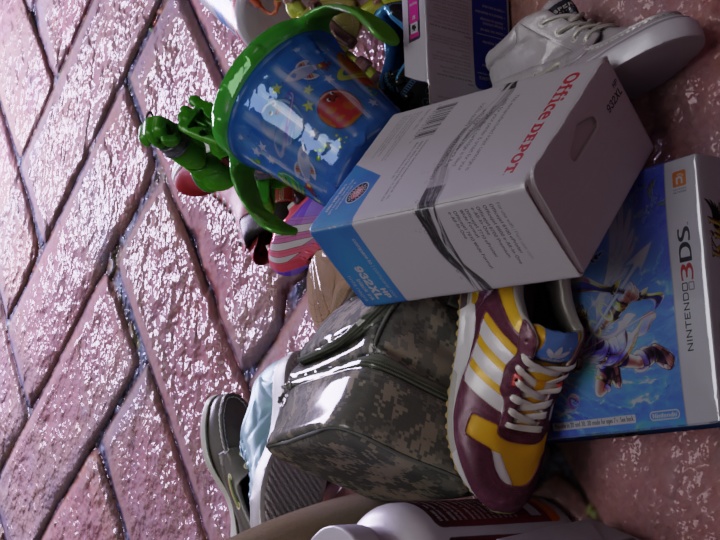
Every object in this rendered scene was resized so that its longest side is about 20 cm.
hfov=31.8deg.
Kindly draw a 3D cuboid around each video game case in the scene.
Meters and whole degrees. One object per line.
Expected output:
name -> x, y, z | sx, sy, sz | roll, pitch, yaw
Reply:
video game case -> 0.184, 0.028, 0.911 | 0.200, 0.045, 0.182 | -17, 71, 52

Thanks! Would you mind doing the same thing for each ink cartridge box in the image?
ink cartridge box -> 0.085, -0.059, 0.899 | 0.200, 0.084, 0.145 | -9, 35, 44
ink cartridge box -> 0.080, -0.208, 1.039 | 0.037, 0.095, 0.200 | -16, 73, 50

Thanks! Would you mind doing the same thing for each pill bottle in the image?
pill bottle -> -0.116, -0.307, 1.304 | 0.200, 0.112, 0.112 | 49, 123, 45
pill bottle -> 0.061, 0.224, 0.922 | 0.113, 0.200, 0.113 | -10, 77, 53

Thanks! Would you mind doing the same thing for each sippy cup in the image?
sippy cup -> -0.031, -0.118, 1.045 | 0.130, 0.140, 0.178 | 40, 149, 24

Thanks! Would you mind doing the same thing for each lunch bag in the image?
lunch bag -> 0.026, 0.087, 1.021 | 0.200, 0.139, 0.168 | -30, 35, 64

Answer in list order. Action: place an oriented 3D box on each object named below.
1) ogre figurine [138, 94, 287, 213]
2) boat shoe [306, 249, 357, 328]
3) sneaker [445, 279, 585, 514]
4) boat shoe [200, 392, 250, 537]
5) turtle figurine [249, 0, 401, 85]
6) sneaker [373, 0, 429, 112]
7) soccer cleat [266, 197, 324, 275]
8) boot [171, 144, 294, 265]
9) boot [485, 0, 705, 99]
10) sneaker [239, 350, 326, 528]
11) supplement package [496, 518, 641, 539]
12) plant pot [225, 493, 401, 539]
ogre figurine -> -0.098, -0.115, 1.193 | 0.120, 0.200, 0.098 | 83, 163, -64
boat shoe -> 0.000, 0.000, 1.148 | 0.200, 0.065, 0.072 | 125, 137, -60
sneaker -> 0.114, 0.074, 0.900 | 0.090, 0.075, 0.200 | -10, 79, 59
boat shoe -> -0.105, 0.211, 1.259 | 0.060, 0.072, 0.202 | -36, 64, 44
turtle figurine -> -0.025, -0.240, 1.154 | 0.200, 0.064, 0.161 | 47, 113, 3
sneaker -> 0.049, -0.134, 1.083 | 0.073, 0.082, 0.200 | -21, 71, 49
soccer cleat -> -0.026, -0.045, 1.193 | 0.077, 0.067, 0.200 | 54, 133, 17
boot -> -0.135, -0.069, 1.331 | 0.200, 0.072, 0.144 | -15, 71, 48
boot -> 0.162, -0.166, 0.939 | 0.200, 0.073, 0.096 | -29, 69, 49
sneaker -> -0.080, 0.178, 1.204 | 0.082, 0.074, 0.200 | -30, 39, 43
supplement package -> 0.151, 0.286, 0.847 | 0.121, 0.120, 0.200 | 18, 100, 41
plant pot -> -0.043, 0.278, 1.056 | 0.187, 0.200, 0.188 | -8, 80, 53
